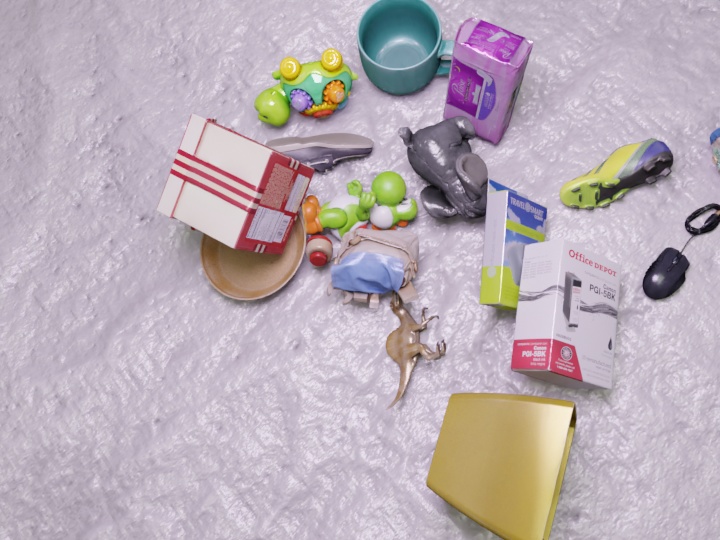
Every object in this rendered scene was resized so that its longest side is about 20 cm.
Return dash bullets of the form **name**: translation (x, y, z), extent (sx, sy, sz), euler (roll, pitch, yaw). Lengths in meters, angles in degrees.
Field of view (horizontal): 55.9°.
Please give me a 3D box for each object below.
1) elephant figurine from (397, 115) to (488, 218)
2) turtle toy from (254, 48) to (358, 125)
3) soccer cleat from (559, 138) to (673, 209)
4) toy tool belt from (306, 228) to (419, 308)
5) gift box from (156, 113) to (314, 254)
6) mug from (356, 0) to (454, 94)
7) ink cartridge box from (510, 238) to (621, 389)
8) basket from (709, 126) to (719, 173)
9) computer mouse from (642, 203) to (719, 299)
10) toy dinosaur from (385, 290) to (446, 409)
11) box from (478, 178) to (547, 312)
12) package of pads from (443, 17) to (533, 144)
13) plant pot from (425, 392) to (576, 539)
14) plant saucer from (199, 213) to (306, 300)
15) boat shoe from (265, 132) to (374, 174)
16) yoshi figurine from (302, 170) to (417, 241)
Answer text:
- **elephant figurine**: translation (0.167, -0.147, 1.131), extent (0.153, 0.142, 0.203), euler (-21, 69, -5)
- **turtle toy**: translation (-0.099, -0.326, 1.229), extent (0.196, 0.146, 0.103), euler (-11, 95, 5)
- **soccer cleat**: translation (0.429, -0.166, 1.155), extent (0.197, 0.065, 0.084), euler (-22, 43, 5)
- **toy tool belt**: translation (0.000, 0.000, 1.115), extent (0.196, 0.126, 0.124), euler (0, 52, 8)
- **gift box**: translation (-0.205, -0.130, 1.117), extent (0.185, 0.200, 0.187), euler (26, 92, 19)
- **mug**: translation (0.082, -0.388, 1.224), extent (0.151, 0.115, 0.186), euler (-38, 74, -5)
- **ink cartridge box**: translation (0.320, 0.069, 1.048), extent (0.145, 0.082, 0.204), euler (18, 74, -29)
- **basket**: translation (0.638, -0.229, 1.076), extent (0.136, 0.176, 0.204), euler (3, 86, 12)
- **computer mouse**: translation (0.532, -0.035, 1.110), extent (0.058, 0.034, 0.201), euler (37, 82, 16)
- **toy dinosaur**: translation (0.087, 0.131, 1.121), extent (0.099, 0.058, 0.203), euler (-9, 65, 21)
- **box**: translation (0.248, -0.038, 1.092), extent (0.047, 0.121, 0.204), euler (-2, 79, 46)
- **package of pads**: translation (0.207, -0.315, 1.143), extent (0.119, 0.201, 0.076), euler (28, 66, 14)
- **plant pot**: translation (0.205, 0.279, 0.992), extent (0.174, 0.200, 0.203), euler (13, 76, 22)
- **plant saucer**: translation (-0.186, -0.042, 1.198), extent (0.196, 0.035, 0.204), euler (-4, 72, 12)
- **boat shoe**: translation (-0.072, -0.210, 1.236), extent (0.196, 0.073, 0.064), euler (-3, 117, 1)
- **yoshi figurine**: translation (-0.001, -0.122, 1.168), extent (0.196, 0.112, 0.114), euler (-6, 67, 3)
